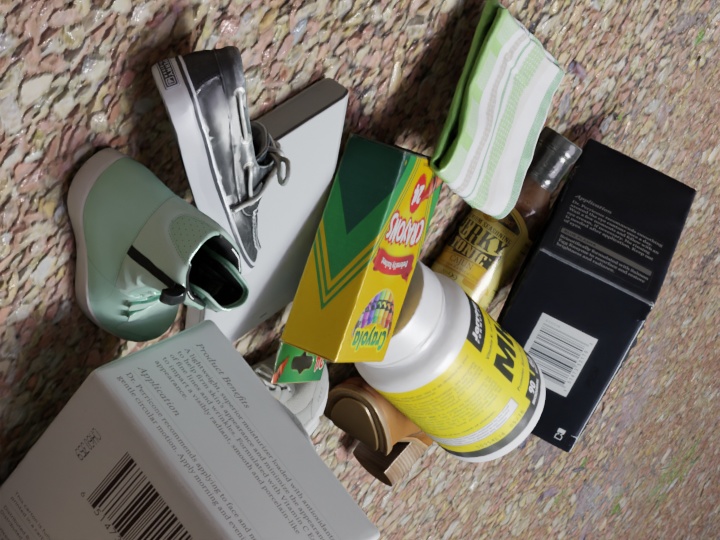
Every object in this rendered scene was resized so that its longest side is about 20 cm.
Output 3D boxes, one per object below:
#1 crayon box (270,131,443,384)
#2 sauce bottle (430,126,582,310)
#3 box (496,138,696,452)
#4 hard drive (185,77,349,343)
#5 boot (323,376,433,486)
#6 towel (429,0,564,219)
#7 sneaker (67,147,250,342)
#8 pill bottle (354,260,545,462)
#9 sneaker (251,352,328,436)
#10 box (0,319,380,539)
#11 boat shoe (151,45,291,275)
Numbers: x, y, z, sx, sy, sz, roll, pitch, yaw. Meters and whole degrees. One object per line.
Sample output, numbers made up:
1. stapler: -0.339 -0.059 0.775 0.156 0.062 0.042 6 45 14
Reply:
1. crayon box: 0.000 0.000 1.638 0.200 0.051 0.127 -71 163 5
2. sauce bottle: 0.123 -0.037 1.888 0.200 0.065 0.065 -56 157 2
3. box: 0.201 0.022 1.950 0.197 0.117 0.200 -65 176 38
4. hard drive: -0.071 -0.035 1.566 0.132 0.026 0.200 -36 152 -36
5. boot: 0.043 0.097 1.922 0.155 0.074 0.200 -53 161 -14
6. towel: 0.114 -0.125 1.718 0.200 0.031 0.149 26 82 -72
7. sneaker: -0.127 0.013 1.409 0.074 0.118 0.200 -47 157 -20
8. pill bottle: 0.063 0.071 1.795 0.114 0.114 0.200 -52 135 -5
9. sneaker: -0.094 0.105 1.663 0.200 0.076 0.092 -35 146 -39
10. box: -0.131 0.179 1.474 0.131 0.199 0.200 -22 159 -50
11. boat shoe: -0.083 -0.072 1.404 0.068 0.074 0.199 -19 135 -4
